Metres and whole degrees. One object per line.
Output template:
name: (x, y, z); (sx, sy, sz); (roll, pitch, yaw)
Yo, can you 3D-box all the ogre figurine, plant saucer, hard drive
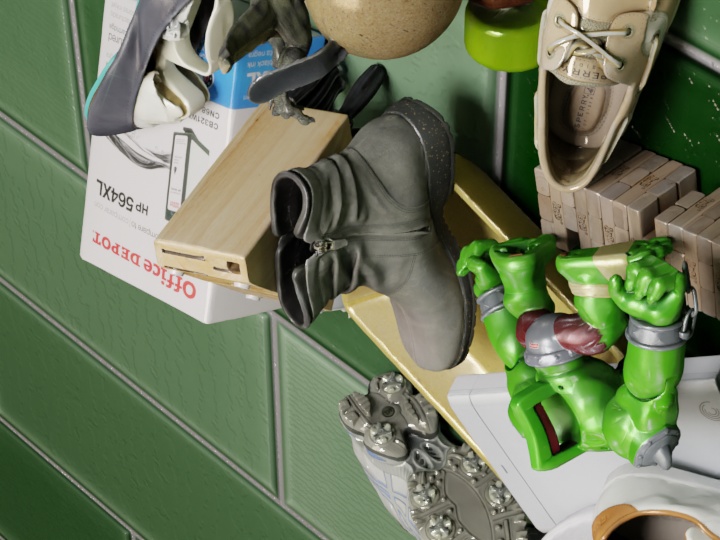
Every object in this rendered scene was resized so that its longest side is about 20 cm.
ogre figurine: (0.122, 0.045, 1.208); (0.199, 0.098, 0.121); (0, 104, 42)
plant saucer: (0.088, 0.029, 1.395); (0.200, 0.048, 0.200); (47, 147, 16)
hard drive: (0.164, 0.111, 1.314); (0.199, 0.027, 0.132); (-7, 129, 41)

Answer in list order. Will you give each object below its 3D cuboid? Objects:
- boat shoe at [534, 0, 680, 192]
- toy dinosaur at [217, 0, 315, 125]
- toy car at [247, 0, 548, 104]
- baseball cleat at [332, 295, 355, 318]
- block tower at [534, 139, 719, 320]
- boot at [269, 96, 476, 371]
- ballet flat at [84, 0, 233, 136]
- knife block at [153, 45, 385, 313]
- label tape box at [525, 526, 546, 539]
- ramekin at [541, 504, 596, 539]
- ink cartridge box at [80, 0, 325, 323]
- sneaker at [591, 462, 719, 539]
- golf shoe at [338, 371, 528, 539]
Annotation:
boat shoe: (0.129, -0.125, 1.154); (0.072, 0.065, 0.201); (16, 140, 6)
toy dinosaur: (-0.045, -0.138, 1.232); (0.047, 0.201, 0.089); (6, 129, 18)
toy car: (0.006, -0.173, 1.173); (0.157, 0.200, 0.165); (32, 142, 33)
baseball cleat: (-0.076, -0.038, 1.543); (0.199, 0.070, 0.107); (23, 130, 37)
block tower: (0.184, -0.020, 1.210); (0.199, 0.054, 0.058); (25, 138, 41)
boot: (0.000, 0.000, 1.317); (0.067, 0.130, 0.201); (26, 138, 40)
ballet flat: (-0.121, -0.137, 1.359); (0.073, 0.073, 0.200); (46, 136, 15)
knife block: (-0.045, -0.069, 1.346); (0.064, 0.200, 0.177); (9, 86, 22)
label tape box: (0.131, 0.261, 1.535); (0.199, 0.066, 0.144); (3, 121, 55)
ramekin: (0.166, 0.252, 1.324); (0.201, 0.094, 0.204); (22, 126, 33)
ink cartridge box: (-0.111, -0.082, 1.474); (0.145, 0.084, 0.202); (25, 115, 39)
sneaker: (0.229, 0.164, 1.224); (0.198, 0.085, 0.073); (3, 115, 18)
golf shoe: (0.058, 0.165, 1.534); (0.200, 0.078, 0.098); (54, 161, 38)
